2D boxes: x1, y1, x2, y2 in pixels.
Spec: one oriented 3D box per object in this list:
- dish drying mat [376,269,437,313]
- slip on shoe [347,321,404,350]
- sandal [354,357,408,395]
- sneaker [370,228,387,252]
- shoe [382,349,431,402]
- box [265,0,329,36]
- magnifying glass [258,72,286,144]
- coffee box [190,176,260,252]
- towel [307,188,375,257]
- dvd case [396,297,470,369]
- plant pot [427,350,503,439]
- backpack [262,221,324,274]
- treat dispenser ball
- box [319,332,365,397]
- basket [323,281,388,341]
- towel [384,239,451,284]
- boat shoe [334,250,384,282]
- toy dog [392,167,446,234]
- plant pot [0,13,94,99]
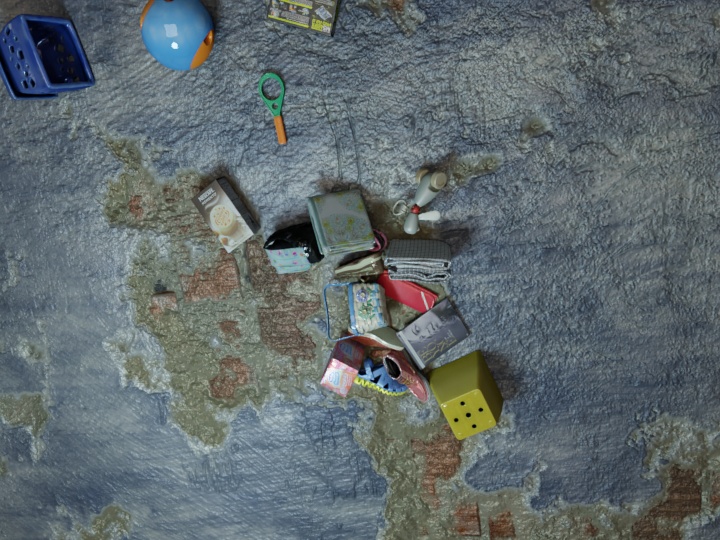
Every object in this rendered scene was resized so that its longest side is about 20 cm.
[{"bbox_3d":[0.144,0.070,1.738,0.196,0.018,0.078,25,109,-1],"label":"dish drying mat"},{"bbox_3d":[0.051,0.219,1.775,0.195,0.075,0.062,15,131,2],"label":"slip on shoe"},{"bbox_3d":[0.070,0.351,1.800,0.195,0.080,0.089,17,104,-4],"label":"sandal"},{"bbox_3d":[-0.012,-0.110,1.667,0.196,0.096,0.081,21,110,2],"label":"sneaker"},{"bbox_3d":[0.147,0.346,1.750,0.071,0.090,0.202,-39,78,34],"label":"shoe"},{"bbox_3d":[-0.154,-0.761,1.518,0.195,0.044,0.164,15,108,3],"label":"box"},{"bbox_3d":[-0.253,-0.484,1.628,0.077,0.022,0.205,-8,103,10],"label":"magnifying glass"},{"bbox_3d":[-0.422,-0.176,1.709,0.113,0.080,0.202,-32,100,15],"label":"coffee box"},{"bbox_3d":[-0.058,-0.142,1.611,0.167,0.048,0.204,-10,67,-19],"label":"towel"},{"bbox_3d":[0.233,0.204,1.744,0.198,0.016,0.150,-35,103,5],"label":"dvd case"},{"bbox_3d":[0.337,0.413,1.732,0.197,0.177,0.203,-26,102,15],"label":"plant pot"},{"bbox_3d":[-0.200,-0.068,1.671,0.195,0.168,0.129,-9,115,25],"label":"backpack"},{"bbox_3d":[-0.507,-0.665,1.511,0.195,0.201,0.206,2,107,7],"label":"treat dispenser ball"},{"bbox_3d":[-0.053,0.295,1.736,0.093,0.200,0.104,28,109,-2],"label":"box"},{"bbox_3d":[-0.018,0.117,1.700,0.195,0.139,0.181,-13,76,16],"label":"basket"},{"bbox_3d":[0.173,-0.024,1.631,0.194,0.166,0.088,1,113,7],"label":"towel"},{"bbox_3d":[-0.004,0.002,1.671,0.200,0.074,0.076,-17,100,50],"label":"boat shoe"},{"bbox_3d":[0.196,-0.206,1.613,0.095,0.133,0.202,17,119,-38],"label":"toy dog"},{"bbox_3d":[-0.941,-0.611,1.595,0.176,0.200,0.205,-13,105,19],"label":"plant pot"}]
